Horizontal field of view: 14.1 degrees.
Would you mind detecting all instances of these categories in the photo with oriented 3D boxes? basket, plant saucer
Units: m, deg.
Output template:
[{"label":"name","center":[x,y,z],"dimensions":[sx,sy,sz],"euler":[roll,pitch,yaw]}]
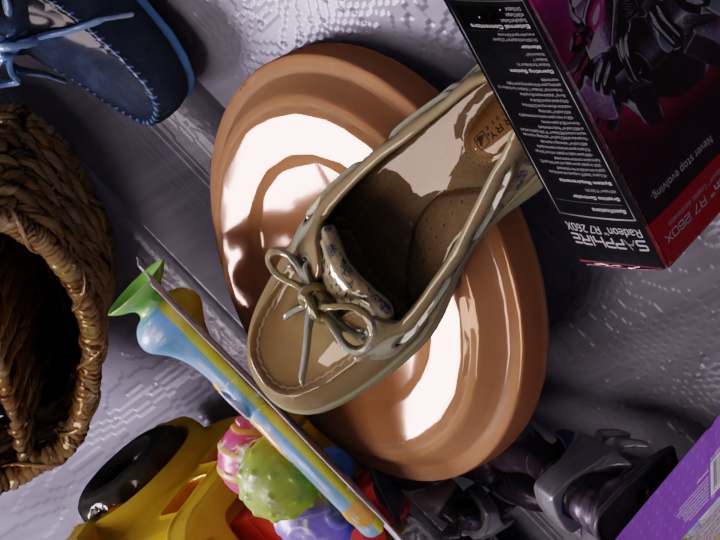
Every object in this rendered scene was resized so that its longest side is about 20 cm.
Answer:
[{"label":"basket","center":[-0.201,0.032,1.450],"dimensions":[0.142,0.149,0.200],"euler":[3,138,9]},{"label":"plant saucer","center":[0.000,0.000,1.272],"dimensions":[0.200,0.032,0.201],"euler":[26,128,39]}]

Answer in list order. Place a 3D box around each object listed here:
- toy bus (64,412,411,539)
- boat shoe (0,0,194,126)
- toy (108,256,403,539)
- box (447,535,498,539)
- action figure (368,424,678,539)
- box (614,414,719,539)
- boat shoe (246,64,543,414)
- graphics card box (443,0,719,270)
[{"label":"toy bus","center":[-0.066,0.158,1.452],"dimensions":[0.136,0.200,0.192],"euler":[50,141,-13]},{"label":"boat shoe","center":[-0.169,-0.124,1.335],"dimensions":[0.200,0.069,0.084],"euler":[35,148,13]},{"label":"toy","center":[-0.044,0.083,1.328],"dimensions":[0.200,0.047,0.115],"euler":[51,177,-10]},{"label":"box","center":[0.034,0.251,1.440],"dimensions":[0.160,0.200,0.049],"euler":[51,169,-14]},{"label":"action figure","center":[0.064,0.084,1.336],"dimensions":[0.200,0.069,0.130],"euler":[20,150,39]},{"label":"box","center":[0.183,0.119,1.201],"dimensions":[0.136,0.039,0.200],"euler":[10,150,-11]},{"label":"boat shoe","center":[0.013,-0.018,1.173],"dimensions":[0.073,0.063,0.200],"euler":[45,114,14]},{"label":"graphics card box","center":[0.088,-0.114,1.001],"dimensions":[0.051,0.125,0.200],"euler":[8,134,52]}]
